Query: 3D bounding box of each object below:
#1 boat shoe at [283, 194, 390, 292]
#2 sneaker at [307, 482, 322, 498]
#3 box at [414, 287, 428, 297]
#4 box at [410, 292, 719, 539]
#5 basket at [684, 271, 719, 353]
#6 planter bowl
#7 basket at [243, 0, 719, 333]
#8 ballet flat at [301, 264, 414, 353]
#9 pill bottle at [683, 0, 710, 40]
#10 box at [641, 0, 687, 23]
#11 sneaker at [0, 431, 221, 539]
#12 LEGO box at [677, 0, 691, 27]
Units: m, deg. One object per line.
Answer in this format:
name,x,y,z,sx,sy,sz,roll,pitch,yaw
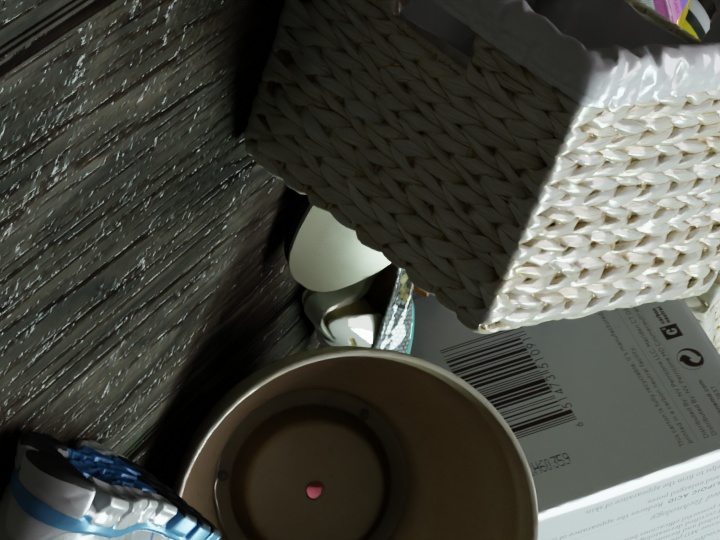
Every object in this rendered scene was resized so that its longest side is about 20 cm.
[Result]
boat shoe,0.024,-0.077,1.524,0.074,0.063,0.201,30,100,-38
sneaker,-0.024,0.141,1.707,0.074,0.087,0.200,-62,167,-13
box,0.072,-0.095,1.776,0.119,0.041,0.200,92,23,-59
box,0.130,0.099,1.834,0.200,0.199,0.131,-17,146,-19
basket,0.204,-0.021,2.097,0.136,0.200,0.123,-61,162,-20
planter bowl,-0.015,0.131,1.548,0.200,0.200,0.135,-66,-165,3
basket,0.082,-0.088,1.357,0.200,0.198,0.161,-9,128,-47
ballet flat,0.000,0.000,1.625,0.072,0.072,0.200,-49,159,-52
pill bottle,0.159,-0.109,1.933,0.200,0.112,0.112,-58,165,-34
box,0.162,-0.273,1.582,0.200,0.097,0.176,-60,151,-26
sneaker,-0.132,0.129,1.309,0.087,0.075,0.200,-58,161,2
LEGO box,0.195,-0.246,1.827,0.200,0.077,0.149,-66,169,-47
